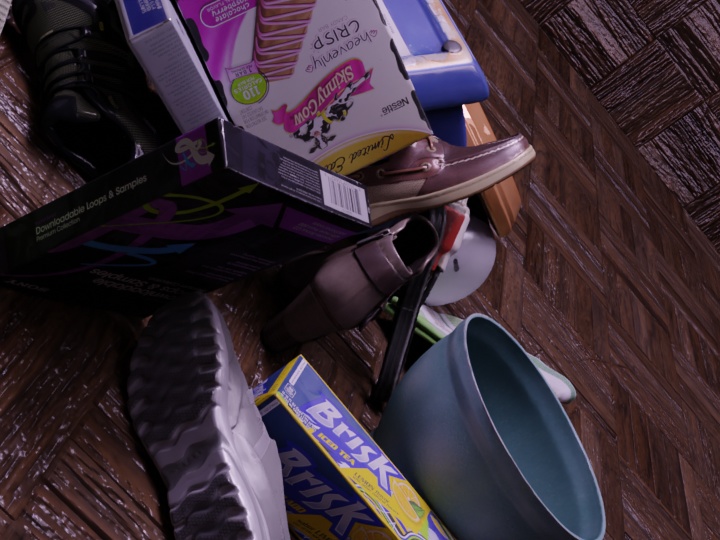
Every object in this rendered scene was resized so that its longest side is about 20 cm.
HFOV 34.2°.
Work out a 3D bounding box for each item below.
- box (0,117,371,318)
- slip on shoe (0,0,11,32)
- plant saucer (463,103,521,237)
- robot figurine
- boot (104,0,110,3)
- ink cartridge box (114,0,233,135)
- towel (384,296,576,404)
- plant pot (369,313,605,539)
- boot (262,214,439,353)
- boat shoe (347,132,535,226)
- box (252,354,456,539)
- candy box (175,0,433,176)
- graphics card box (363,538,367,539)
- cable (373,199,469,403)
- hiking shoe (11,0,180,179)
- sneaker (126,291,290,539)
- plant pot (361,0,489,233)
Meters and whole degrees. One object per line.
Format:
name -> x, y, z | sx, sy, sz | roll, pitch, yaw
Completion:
box -> -0.114, -0.023, 0.726 | 0.143, 0.199, 0.036 | 19, 58, -53
slip on shoe -> -0.287, -0.212, 0.844 | 0.061, 0.074, 0.201 | 6, 47, -8
plant saucer -> 0.114, -0.130, 1.182 | 0.201, 0.037, 0.200 | 63, 5, -11
robot figurine -> 0.061, -0.058, 1.213 | 0.150, 0.125, 0.201 | 21, 38, -47
boot -> -0.206, -0.251, 1.055 | 0.200, 0.070, 0.132 | 40, 27, -2
ink cartridge box -> -0.138, -0.154, 0.933 | 0.200, 0.040, 0.200 | -115, -179, -48
towel -> 0.125, 0.079, 1.170 | 0.149, 0.031, 0.200 | 33, 6, 32
plant pot -> 0.086, 0.154, 0.939 | 0.200, 0.134, 0.201 | 48, 23, -27
boot -> 0.000, 0.000, 0.976 | 0.070, 0.146, 0.200 | 52, 23, -12
boat shoe -> 0.040, -0.085, 0.947 | 0.072, 0.199, 0.072 | -78, 150, -80
box -> -0.011, 0.163, 0.836 | 0.200, 0.064, 0.070 | 50, 23, -8
candy box -> -0.047, -0.166, 0.879 | 0.061, 0.136, 0.201 | -111, 176, -76
graphics card box -> 0.033, 0.289, 0.760 | 0.200, 0.051, 0.126 | 52, 23, -7
cable -> 0.057, 0.019, 1.013 | 0.050, 0.201, 0.097 | 13, -6, -2
hiking shoe -> -0.202, -0.136, 0.867 | 0.200, 0.076, 0.101 | 56, 18, 2
sneaker -> -0.094, 0.111, 0.758 | 0.082, 0.074, 0.201 | 33, 39, -60
plant pot -> -0.011, -0.162, 1.043 | 0.199, 0.180, 0.201 | -10, 58, -24
